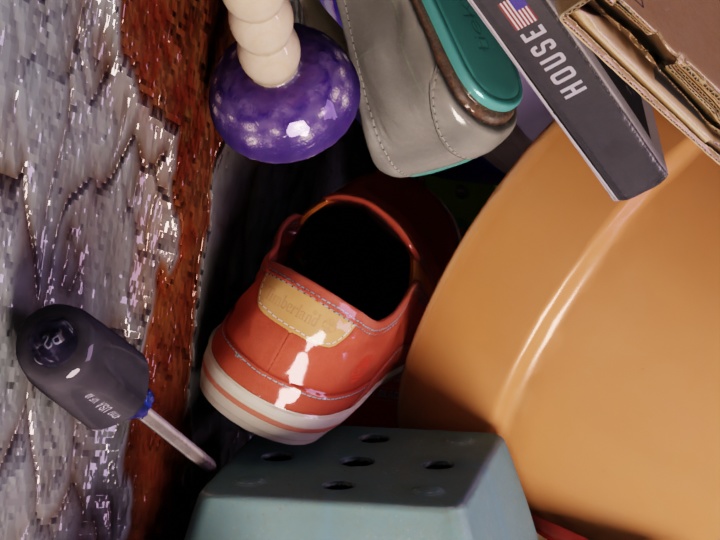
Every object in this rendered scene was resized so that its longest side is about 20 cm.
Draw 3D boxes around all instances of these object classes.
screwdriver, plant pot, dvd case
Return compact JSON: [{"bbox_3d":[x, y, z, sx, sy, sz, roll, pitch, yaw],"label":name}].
[{"bbox_3d":[-0.062,0.040,0.698,0.029,0.028,0.200,-54,165,-2],"label":"screwdriver"},{"bbox_3d":[0.130,0.031,0.870,0.200,0.140,0.200,-40,152,-26],"label":"plant pot"},{"bbox_3d":[0.001,0.161,0.810,0.141,0.141,0.200,-42,133,-73],"label":"plant pot"},{"bbox_3d":[0.037,-0.135,0.750,0.200,0.025,0.150,48,25,-39],"label":"dvd case"}]

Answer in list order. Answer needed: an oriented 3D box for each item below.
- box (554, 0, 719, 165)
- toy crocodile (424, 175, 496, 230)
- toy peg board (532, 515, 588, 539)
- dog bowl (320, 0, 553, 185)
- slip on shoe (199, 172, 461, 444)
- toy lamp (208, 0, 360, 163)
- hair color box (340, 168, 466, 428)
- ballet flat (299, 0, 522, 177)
[{"bbox_3d":[0.109,-0.115,0.803,0.163,0.021,0.200,36,33,-37],"label":"box"},{"bbox_3d":[0.055,-0.084,1.011,0.067,0.062,0.200,-35,108,-46],"label":"toy crocodile"},{"bbox_3d":[0.064,0.162,0.998,0.199,0.098,0.200,-39,144,-46],"label":"toy peg board"},{"bbox_3d":[0.070,-0.132,0.922,0.200,0.079,0.200,-7,100,-47],"label":"dog bowl"},{"bbox_3d":[0.000,0.000,0.859,0.061,0.074,0.200,-63,173,24],"label":"slip on shoe"},{"bbox_3d":[-0.036,-0.101,0.686,0.200,0.058,0.058,73,25,-61],"label":"toy lamp"},{"bbox_3d":[0.032,0.018,1.072,0.102,0.061,0.200,80,20,-52],"label":"hair color box"},{"bbox_3d":[-0.004,-0.127,0.804,0.067,0.064,0.200,-3,72,-53],"label":"ballet flat"}]
